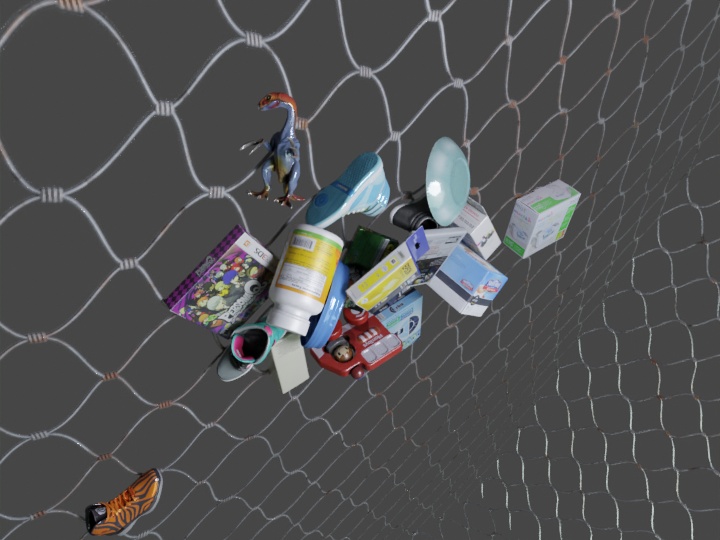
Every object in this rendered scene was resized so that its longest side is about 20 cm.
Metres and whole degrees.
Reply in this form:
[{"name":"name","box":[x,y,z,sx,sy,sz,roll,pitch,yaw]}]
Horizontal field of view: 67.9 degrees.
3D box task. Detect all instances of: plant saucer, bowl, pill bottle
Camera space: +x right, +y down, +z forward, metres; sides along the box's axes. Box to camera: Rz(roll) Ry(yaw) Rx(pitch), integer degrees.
[{"name":"plant saucer","box":[0.211,-0.202,1.217,0.200,0.038,0.203,-12,104,-54]},{"name":"bowl","box":[-0.076,0.071,1.144,0.039,0.201,0.202,20,114,-14]},{"name":"pill bottle","box":[-0.114,0.020,1.049,0.111,0.110,0.202,33,72,-55]}]

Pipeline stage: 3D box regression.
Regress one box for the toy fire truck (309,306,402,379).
[{"name":"toy fire truck","box":[-0.015,0.184,1.330,0.199,0.168,0.113,-28,141,-24]}]

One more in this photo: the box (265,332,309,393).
[{"name":"box","box":[-0.179,0.196,1.258,0.082,0.068,0.201,-28,141,-24]}]

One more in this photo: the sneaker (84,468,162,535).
[{"name":"sneaker","box":[-0.537,0.528,1.199,0.200,0.078,0.112,-52,146,7]}]

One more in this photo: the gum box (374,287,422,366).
[{"name":"gum box","box":[0.100,0.166,1.542,0.169,0.045,0.201,-30,143,-23]}]

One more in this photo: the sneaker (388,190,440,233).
[{"name":"sneaker","box":[0.173,-0.136,1.274,0.199,0.099,0.071,-28,139,-27]}]

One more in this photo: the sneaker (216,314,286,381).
[{"name":"sneaker","box":[-0.242,0.170,1.104,0.200,0.084,0.121,-43,175,12]}]

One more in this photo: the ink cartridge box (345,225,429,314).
[{"name":"ink cartridge box","box":[0.074,0.008,1.135,0.199,0.047,0.198,-38,164,3]}]

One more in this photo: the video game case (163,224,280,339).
[{"name":"video game case","box":[-0.250,0.029,1.047,0.200,0.036,0.181,-46,145,-2]}]

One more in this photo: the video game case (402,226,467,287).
[{"name":"video game case","box":[0.144,-0.027,1.274,0.199,0.023,0.182,-9,141,-45]}]

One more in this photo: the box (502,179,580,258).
[{"name":"box","box":[0.559,-0.163,1.659,0.199,0.097,0.177,-24,142,-27]}]

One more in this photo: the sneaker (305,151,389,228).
[{"name":"sneaker","box":[-0.014,-0.132,1.101,0.200,0.080,0.131,-43,144,-4]}]

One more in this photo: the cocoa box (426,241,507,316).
[{"name":"cocoa box","box":[0.259,0.007,1.416,0.133,0.200,0.132,13,114,-52]}]

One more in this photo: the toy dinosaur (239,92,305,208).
[{"name":"toy dinosaur","box":[-0.142,-0.210,0.926,0.200,0.104,0.183,-59,166,-76]}]

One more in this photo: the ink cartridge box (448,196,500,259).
[{"name":"ink cartridge box","box":[0.283,-0.121,1.391,0.068,0.115,0.200,-47,144,0]}]

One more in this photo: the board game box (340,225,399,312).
[{"name":"board game box","box":[0.000,0.000,1.250,0.104,0.024,0.201,21,113,-17]}]

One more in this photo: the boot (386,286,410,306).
[{"name":"boot","box":[0.067,0.024,1.341,0.090,0.073,0.200,-49,146,-6]}]
